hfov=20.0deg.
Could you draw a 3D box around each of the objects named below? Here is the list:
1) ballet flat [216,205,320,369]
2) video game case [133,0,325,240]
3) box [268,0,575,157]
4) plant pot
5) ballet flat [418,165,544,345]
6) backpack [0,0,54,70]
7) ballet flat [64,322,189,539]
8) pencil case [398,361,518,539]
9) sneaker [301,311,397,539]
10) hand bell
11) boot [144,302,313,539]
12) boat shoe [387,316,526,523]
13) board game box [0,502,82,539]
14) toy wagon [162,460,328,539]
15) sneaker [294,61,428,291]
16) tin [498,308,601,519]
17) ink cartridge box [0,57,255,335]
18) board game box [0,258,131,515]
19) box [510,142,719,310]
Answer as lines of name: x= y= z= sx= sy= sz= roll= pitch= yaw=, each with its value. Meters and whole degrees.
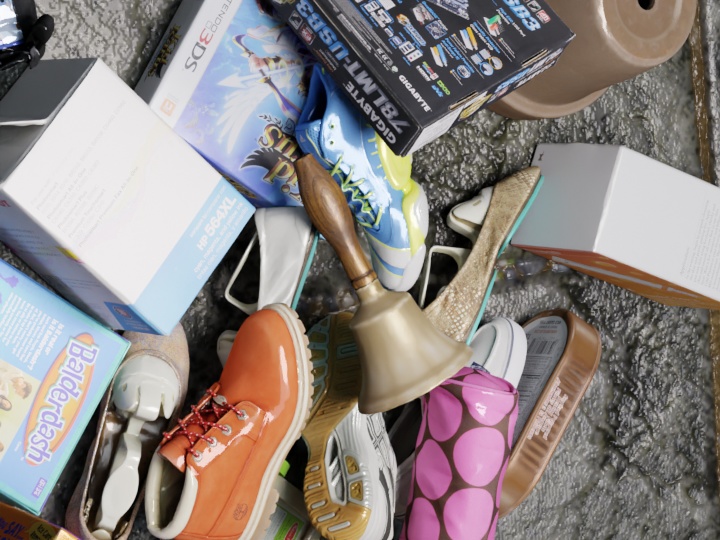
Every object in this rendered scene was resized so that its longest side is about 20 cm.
ballet flat: x=-0.082 y=0.041 z=1.650 sx=0.069 sy=0.069 sz=0.202 roll=6 pitch=103 yaw=-33
video game case: x=-0.069 y=-0.152 z=1.657 sx=0.199 sy=0.045 sz=0.182 roll=34 pitch=76 yaw=-30
box: x=0.042 y=-0.212 z=1.627 sx=0.198 sy=0.050 sz=0.200 roll=-33 pitch=78 yaw=-39
plant pot: x=0.192 y=-0.228 z=1.744 sx=0.199 sy=0.174 sz=0.203 roll=-3 pitch=95 yaw=-33
ballet flat: x=0.095 y=-0.018 z=1.758 sx=0.065 sy=0.071 sz=0.201 roll=27 pitch=65 yaw=-1
backpack: x=-0.332 y=-0.180 z=1.409 sx=0.189 sy=0.200 sz=0.155 roll=-28 pitch=103 yaw=-21
ballet flat: x=-0.175 y=0.128 z=1.589 sx=0.067 sy=0.067 sz=0.202 roll=16 pitch=83 yaw=-13
pencil case: x=0.072 y=0.178 z=1.683 sx=0.091 sy=0.093 sz=0.202 roll=-7 pitch=110 yaw=-66
sneaker: x=-0.011 y=0.137 z=1.691 sx=0.088 sy=0.075 sz=0.202 roll=40 pitch=43 yaw=-56
hand bell: x=0.000 y=0.000 z=1.602 sx=0.104 sy=0.104 sz=0.201 roll=-32 pitch=101 yaw=-27
boot: x=-0.103 y=0.120 z=1.572 sx=0.107 sy=0.075 sz=0.202 roll=11 pitch=96 yaw=-47
boat shoe: x=0.070 y=0.118 z=1.753 sx=0.066 sy=0.072 sz=0.201 roll=40 pitch=81 yaw=-33
board game box: x=-0.237 y=0.306 z=1.488 sx=0.199 sy=0.199 sz=0.201 roll=39 pitch=73 yaw=-29
toy wagon: x=-0.072 y=0.249 z=1.686 sx=0.200 sy=0.039 sz=0.156 roll=39 pitch=73 yaw=-29
sneaker: x=-0.005 y=-0.080 z=1.644 sx=0.104 sy=0.076 sz=0.202 roll=-3 pitch=90 yaw=-23
tin: x=0.138 y=0.123 z=1.771 sx=0.042 sy=0.112 sz=0.201 roll=34 pitch=74 yaw=-19
ink cartridge box: x=-0.206 y=-0.064 z=1.525 sx=0.200 sy=0.128 sz=0.126 roll=45 pitch=70 yaw=-27
board game box: x=-0.290 y=0.069 z=1.530 sx=0.199 sy=0.045 sz=0.153 roll=36 pitch=74 yaw=-29
box: x=0.255 y=-0.037 z=1.825 sx=0.199 sy=0.124 sz=0.098 roll=20 pitch=83 yaw=-31
